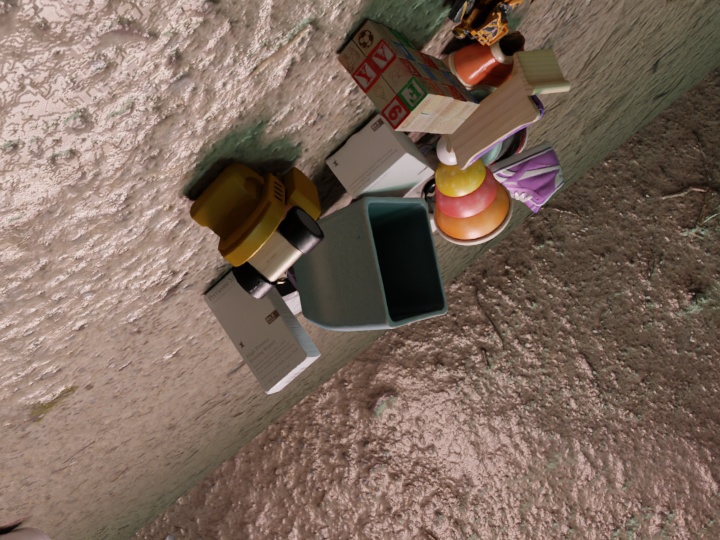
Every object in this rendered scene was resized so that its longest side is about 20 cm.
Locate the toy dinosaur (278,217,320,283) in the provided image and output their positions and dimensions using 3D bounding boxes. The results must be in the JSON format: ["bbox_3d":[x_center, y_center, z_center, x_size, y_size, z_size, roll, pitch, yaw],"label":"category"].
[{"bbox_3d":[-0.142,-0.031,1.214,0.199,0.058,0.102,-38,155,-35],"label":"toy dinosaur"}]

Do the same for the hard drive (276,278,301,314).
[{"bbox_3d":[-0.165,0.067,1.498,0.199,0.038,0.140,-23,160,-50],"label":"hard drive"}]

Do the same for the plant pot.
[{"bbox_3d":[0.000,0.000,1.178,0.197,0.200,0.194,-13,177,35],"label":"plant pot"}]

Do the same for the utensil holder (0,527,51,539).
[{"bbox_3d":[-0.775,0.652,1.522,0.169,0.171,0.200,-38,165,-1],"label":"utensil holder"}]

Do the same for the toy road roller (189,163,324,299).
[{"bbox_3d":[-0.138,-0.078,0.930,0.123,0.146,0.201,-41,-155,15],"label":"toy road roller"}]

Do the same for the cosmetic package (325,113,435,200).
[{"bbox_3d":[0.037,-0.167,1.142,0.112,0.082,0.200,-39,169,16],"label":"cosmetic package"}]

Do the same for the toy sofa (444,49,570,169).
[{"bbox_3d":[0.211,-0.232,1.055,0.082,0.099,0.199,-14,170,-34],"label":"toy sofa"}]

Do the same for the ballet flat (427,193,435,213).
[{"bbox_3d":[0.146,-0.120,1.373,0.068,0.064,0.199,-52,-157,-17],"label":"ballet flat"}]

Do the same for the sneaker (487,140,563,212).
[{"bbox_3d":[0.283,-0.152,1.336,0.198,0.116,0.073,-22,-179,12],"label":"sneaker"}]

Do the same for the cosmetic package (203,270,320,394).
[{"bbox_3d":[-0.166,0.093,1.198,0.101,0.201,0.074,-40,168,9],"label":"cosmetic package"}]

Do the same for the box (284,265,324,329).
[{"bbox_3d":[-0.032,0.002,1.403,0.198,0.144,0.036,-33,169,-20],"label":"box"}]

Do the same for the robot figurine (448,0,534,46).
[{"bbox_3d":[0.200,-0.374,0.923,0.200,0.058,0.144,-44,166,21],"label":"robot figurine"}]

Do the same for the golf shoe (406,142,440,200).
[{"bbox_3d":[0.074,-0.140,1.315,0.199,0.098,0.078,-39,170,11],"label":"golf shoe"}]

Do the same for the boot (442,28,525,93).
[{"bbox_3d":[0.218,-0.320,1.074,0.106,0.076,0.199,-22,-178,43],"label":"boot"}]

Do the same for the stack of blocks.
[{"bbox_3d":[0.067,-0.236,0.898,0.059,0.116,0.199,-43,168,25],"label":"stack of blocks"}]

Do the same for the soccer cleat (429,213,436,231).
[{"bbox_3d":[0.054,-0.084,1.360,0.197,0.079,0.069,-16,150,18],"label":"soccer cleat"}]

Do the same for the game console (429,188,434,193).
[{"bbox_3d":[0.161,-0.158,1.477,0.200,0.173,0.118,83,32,-77],"label":"game console"}]

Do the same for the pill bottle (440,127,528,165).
[{"bbox_3d":[0.229,-0.252,1.332,0.199,0.111,0.111,-22,160,-52],"label":"pill bottle"}]

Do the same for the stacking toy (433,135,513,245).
[{"bbox_3d":[0.174,-0.153,1.207,0.145,0.146,0.201,-37,141,-5],"label":"stacking toy"}]
